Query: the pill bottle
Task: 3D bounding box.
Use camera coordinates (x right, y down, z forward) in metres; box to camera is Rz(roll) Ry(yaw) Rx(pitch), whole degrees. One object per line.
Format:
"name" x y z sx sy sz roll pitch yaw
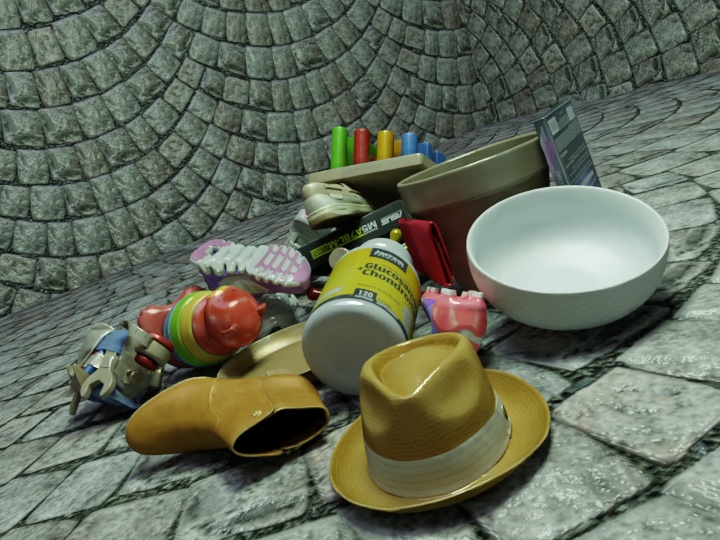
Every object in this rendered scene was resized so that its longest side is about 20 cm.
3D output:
"pill bottle" 0.010 0.040 0.732 0.111 0.113 0.201 -14 23 18

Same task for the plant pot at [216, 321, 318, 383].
"plant pot" -0.084 0.110 0.823 0.197 0.028 0.200 -17 13 4

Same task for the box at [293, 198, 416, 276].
"box" 0.005 -0.047 1.052 0.191 0.048 0.200 -27 -7 11

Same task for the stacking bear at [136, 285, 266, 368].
"stacking bear" -0.206 0.074 0.897 0.121 0.115 0.199 -29 8 -39

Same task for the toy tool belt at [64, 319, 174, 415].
"toy tool belt" -0.333 0.148 0.882 0.199 0.125 0.124 -8 47 49

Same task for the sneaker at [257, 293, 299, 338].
"sneaker" -0.142 0.050 1.036 0.074 0.082 0.200 -17 14 -3

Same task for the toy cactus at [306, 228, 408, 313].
"toy cactus" 0.000 0.000 0.916 0.198 0.103 0.165 -24 -24 12

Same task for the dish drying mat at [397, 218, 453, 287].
"dish drying mat" 0.079 -0.027 0.798 0.018 0.078 0.200 -22 7 -2

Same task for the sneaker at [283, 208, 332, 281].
"sneaker" -0.106 -0.022 1.167 0.081 0.201 0.088 28 50 12

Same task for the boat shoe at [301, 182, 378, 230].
"boat shoe" -0.029 -0.101 0.973 0.072 0.066 0.200 -25 -4 23

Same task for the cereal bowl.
"cereal bowl" 0.213 -0.005 0.681 0.197 0.084 0.201 -9 35 6

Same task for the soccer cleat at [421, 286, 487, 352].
"soccer cleat" 0.098 0.059 0.705 0.066 0.078 0.200 7 -2 2

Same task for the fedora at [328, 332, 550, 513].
"fedora" 0.052 0.105 0.521 0.198 0.083 0.201 -19 13 4

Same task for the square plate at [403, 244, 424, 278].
"square plate" 0.109 -0.024 1.096 0.196 0.029 0.200 -15 13 21

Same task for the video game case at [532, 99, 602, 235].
"video game case" 0.273 -0.105 0.805 0.019 0.202 0.143 -16 12 34

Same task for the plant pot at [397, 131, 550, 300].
"plant pot" 0.168 -0.064 0.840 0.198 0.176 0.200 -20 11 4

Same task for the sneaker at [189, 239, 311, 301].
"sneaker" -0.159 0.013 0.974 0.198 0.090 0.081 9 34 24

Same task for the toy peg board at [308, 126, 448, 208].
"toy peg board" 0.052 -0.168 1.036 0.197 0.099 0.199 -5 -13 31

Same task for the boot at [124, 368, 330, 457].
"boot" -0.135 0.149 0.632 0.199 0.072 0.144 -17 9 -13
